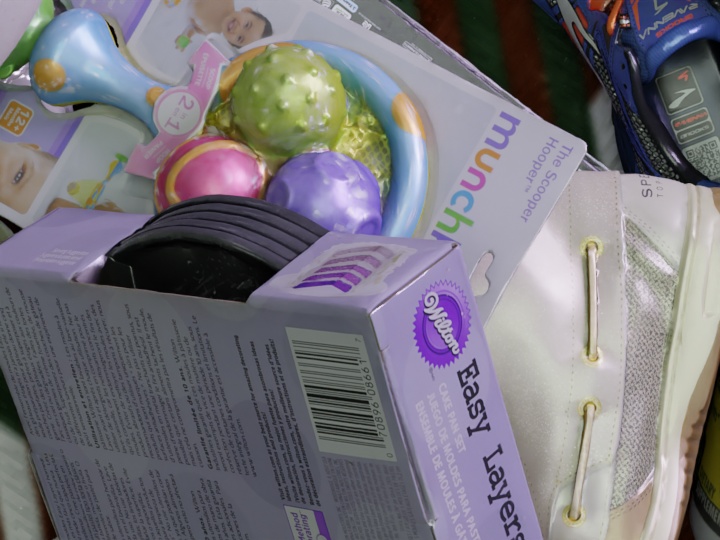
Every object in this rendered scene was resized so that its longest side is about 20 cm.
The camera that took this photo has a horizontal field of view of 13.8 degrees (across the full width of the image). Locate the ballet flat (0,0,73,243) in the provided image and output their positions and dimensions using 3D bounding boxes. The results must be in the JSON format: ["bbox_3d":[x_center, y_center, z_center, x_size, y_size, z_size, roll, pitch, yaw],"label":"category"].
[{"bbox_3d":[-0.141,-0.024,1.056,0.072,0.072,0.200,34,57,-3],"label":"ballet flat"}]

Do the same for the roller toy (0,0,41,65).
[{"bbox_3d":[-0.198,-0.133,0.963,0.199,0.140,0.183,19,88,26],"label":"roller toy"}]

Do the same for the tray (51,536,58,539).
[{"bbox_3d":[-0.041,0.115,1.048,0.022,0.200,0.108,-34,91,-39],"label":"tray"}]

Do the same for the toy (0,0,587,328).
[{"bbox_3d":[-0.041,-0.040,0.975,0.199,0.047,0.115,29,87,23],"label":"toy"}]

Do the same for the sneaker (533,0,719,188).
[{"bbox_3d":[0.109,-0.098,1.106,0.075,0.078,0.201,-31,91,-5],"label":"sneaker"}]

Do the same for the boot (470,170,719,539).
[{"bbox_3d":[0.036,0.054,1.014,0.154,0.072,0.201,13,88,-2],"label":"boot"}]

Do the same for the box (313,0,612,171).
[{"bbox_3d":[0.000,0.000,1.090,0.200,0.086,0.164,37,86,-3],"label":"box"}]

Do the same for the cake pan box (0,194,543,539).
[{"bbox_3d":[-0.027,0.075,0.948,0.052,0.184,0.201,-38,119,-40],"label":"cake pan box"}]

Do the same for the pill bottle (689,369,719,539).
[{"bbox_3d":[0.189,0.017,1.057,0.112,0.113,0.201,8,114,-4],"label":"pill bottle"}]
